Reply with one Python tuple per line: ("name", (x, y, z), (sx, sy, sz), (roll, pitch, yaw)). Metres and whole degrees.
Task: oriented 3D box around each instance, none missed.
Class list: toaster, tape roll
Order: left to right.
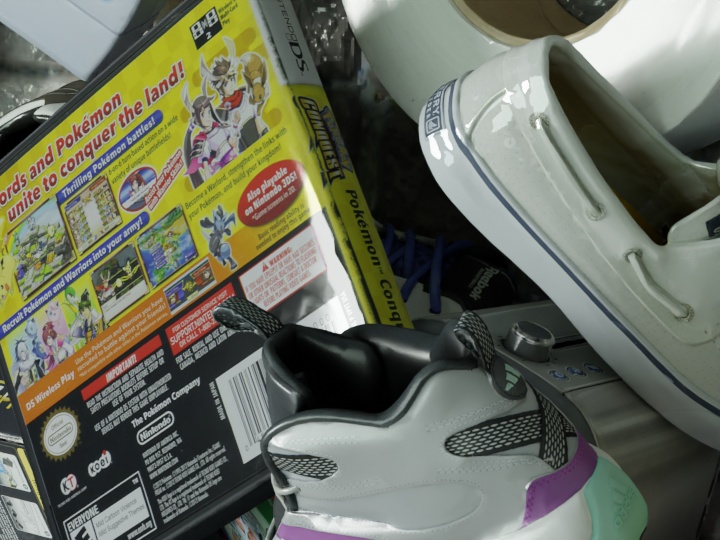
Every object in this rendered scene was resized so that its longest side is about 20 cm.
("toaster", (0.061, 0.103, 0.815), (0.113, 0.129, 0.201), (30, 118, 33))
("tape roll", (0.085, -0.140, 0.804), (0.202, 0.071, 0.204), (7, 101, 38))

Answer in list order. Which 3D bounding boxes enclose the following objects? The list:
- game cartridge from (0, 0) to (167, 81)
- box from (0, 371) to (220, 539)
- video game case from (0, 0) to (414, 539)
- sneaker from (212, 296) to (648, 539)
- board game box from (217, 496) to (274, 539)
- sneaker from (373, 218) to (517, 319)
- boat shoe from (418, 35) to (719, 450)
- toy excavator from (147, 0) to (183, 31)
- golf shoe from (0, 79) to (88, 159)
("game cartridge", (-0.122, -0.179, 0.864), (0.133, 0.040, 0.200), (33, 132, 10))
("box", (-0.131, 0.134, 0.973), (0.161, 0.049, 0.201), (6, 131, 36))
("video game case", (-0.073, 0.008, 0.814), (0.200, 0.025, 0.182), (-34, 68, 37))
("sneaker", (-0.015, 0.071, 0.712), (0.200, 0.078, 0.140), (-30, 104, 31))
("board game box", (-0.077, 0.067, 0.940), (0.200, 0.029, 0.135), (51, 162, 21))
("sneaker", (0.000, 0.001, 0.879), (0.115, 0.081, 0.200), (-23, 104, 28))
("boat shoe", (0.119, -0.013, 0.745), (0.202, 0.075, 0.086), (43, 130, -19))
("toy excavator", (-0.099, -0.156, 0.947), (0.194, 0.100, 0.201), (21, 122, 34))
("golf shoe", (-0.172, -0.036, 1.008), (0.200, 0.094, 0.078), (-38, 74, 37))
